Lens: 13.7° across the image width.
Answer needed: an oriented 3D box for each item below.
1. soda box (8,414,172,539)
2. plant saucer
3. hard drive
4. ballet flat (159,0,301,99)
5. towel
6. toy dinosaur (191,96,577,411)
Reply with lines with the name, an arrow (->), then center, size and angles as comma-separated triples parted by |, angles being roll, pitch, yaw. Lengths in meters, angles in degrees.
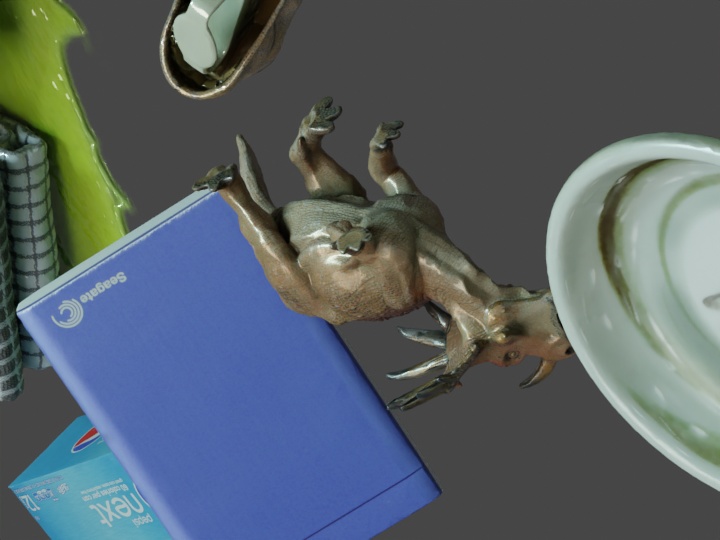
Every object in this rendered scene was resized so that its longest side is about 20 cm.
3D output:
soda box -> -0.110, 0.108, 1.662 | 0.064, 0.068, 0.200 | 53, 145, -13
plant saucer -> 0.175, 0.016, 1.293 | 0.200, 0.050, 0.200 | 28, 141, 25
hard drive -> -0.066, 0.066, 1.541 | 0.200, 0.132, 0.025 | 57, -173, -14
ballet flat -> -0.048, -0.143, 1.353 | 0.068, 0.067, 0.200 | 37, 144, 12
towel -> -0.262, -0.031, 1.670 | 0.200, 0.086, 0.166 | 25, 139, 28
toy dinosaur -> 0.000, 0.000, 1.436 | 0.200, 0.086, 0.136 | 19, 144, 42
